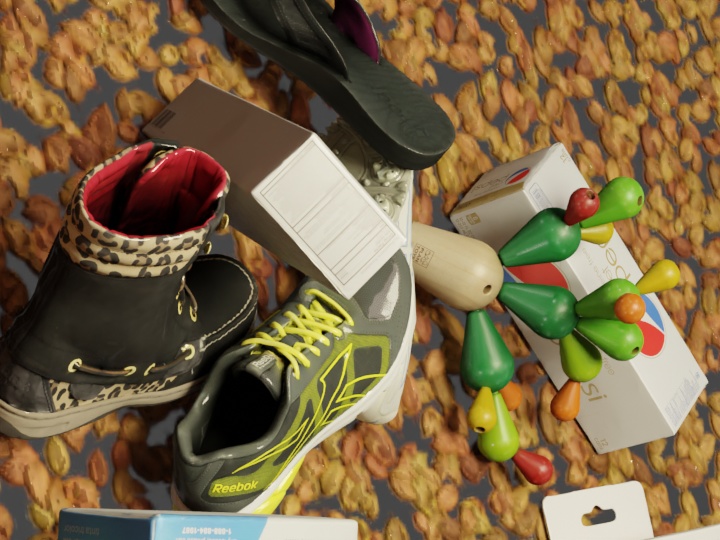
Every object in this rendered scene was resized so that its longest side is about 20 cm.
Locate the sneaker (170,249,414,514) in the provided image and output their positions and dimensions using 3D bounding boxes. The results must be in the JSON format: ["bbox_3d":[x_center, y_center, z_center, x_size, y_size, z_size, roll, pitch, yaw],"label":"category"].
[{"bbox_3d":[-0.034,0.056,1.341,0.200,0.074,0.085,-56,162,-21],"label":"sneaker"}]

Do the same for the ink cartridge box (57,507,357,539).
[{"bbox_3d":[-0.082,0.223,1.243,0.144,0.085,0.200,8,82,-45],"label":"ink cartridge box"}]

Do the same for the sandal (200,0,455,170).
[{"bbox_3d":[-0.018,-0.144,1.468,0.200,0.048,0.075,40,39,4],"label":"sandal"}]

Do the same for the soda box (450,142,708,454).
[{"bbox_3d":[0.145,0.020,1.613,0.200,0.068,0.064,57,42,-15],"label":"soda box"}]

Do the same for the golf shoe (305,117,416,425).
[{"bbox_3d":[0.000,0.000,1.480,0.097,0.078,0.200,61,30,-54],"label":"golf shoe"}]

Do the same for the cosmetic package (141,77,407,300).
[{"bbox_3d":[-0.050,-0.049,1.339,0.051,0.200,0.083,-43,114,-7],"label":"cosmetic package"}]

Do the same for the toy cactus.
[{"bbox_3d":[0.098,0.024,1.525,0.165,0.200,0.102,25,21,-1],"label":"toy cactus"}]

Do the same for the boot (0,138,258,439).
[{"bbox_3d":[-0.106,0.000,1.281,0.200,0.151,0.073,-20,59,-45],"label":"boot"}]

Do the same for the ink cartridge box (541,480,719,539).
[{"bbox_3d":[0.196,0.233,1.585,0.116,0.067,0.200,-4,78,-47],"label":"ink cartridge box"}]
